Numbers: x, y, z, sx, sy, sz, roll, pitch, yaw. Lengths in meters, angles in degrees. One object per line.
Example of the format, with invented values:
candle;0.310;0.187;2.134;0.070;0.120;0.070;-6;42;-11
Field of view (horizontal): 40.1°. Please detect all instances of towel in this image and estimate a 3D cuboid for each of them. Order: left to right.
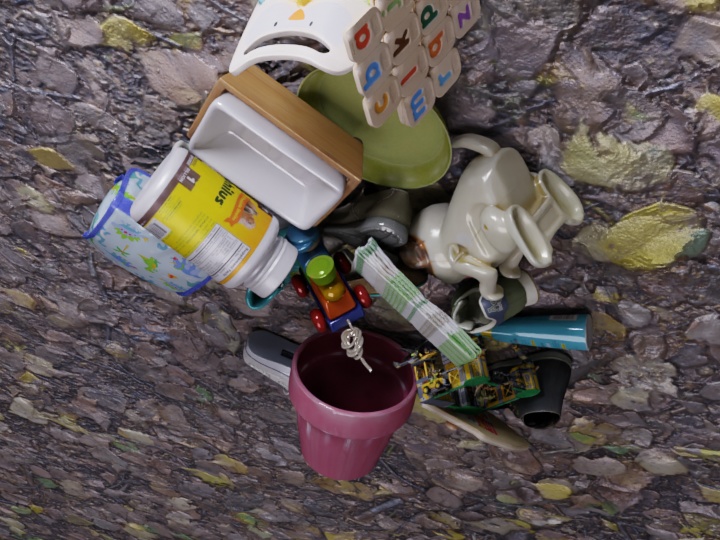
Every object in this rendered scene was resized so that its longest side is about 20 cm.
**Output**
towel;0.071;0.044;1.271;0.200;0.031;0.149;43;173;4

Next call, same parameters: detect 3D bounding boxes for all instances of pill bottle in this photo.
pill bottle;-0.178;-0.054;1.232;0.200;0.110;0.109;37;140;-17

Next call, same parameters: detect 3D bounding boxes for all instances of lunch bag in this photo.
lunch bag;-0.277;-0.051;1.356;0.169;0.128;0.200;31;172;-18

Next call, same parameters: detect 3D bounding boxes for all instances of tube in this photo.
tube;0.231;0.086;1.424;0.199;0.051;0.077;0;164;26

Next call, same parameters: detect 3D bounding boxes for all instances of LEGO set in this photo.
LEGO set;0.160;0.130;1.434;0.199;0.117;0.153;12;148;-40

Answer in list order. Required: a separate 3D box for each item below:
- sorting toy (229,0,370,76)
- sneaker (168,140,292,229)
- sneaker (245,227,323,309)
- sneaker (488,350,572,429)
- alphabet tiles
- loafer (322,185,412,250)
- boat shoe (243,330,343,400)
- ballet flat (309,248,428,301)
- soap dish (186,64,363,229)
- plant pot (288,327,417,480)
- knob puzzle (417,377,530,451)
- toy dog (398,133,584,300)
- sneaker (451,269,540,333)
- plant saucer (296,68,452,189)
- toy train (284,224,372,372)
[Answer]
sorting toy;-0.046;-0.248;0.982;0.199;0.181;0.107;4;137;21
sneaker;-0.165;-0.113;1.307;0.199;0.075;0.100;17;145;1
sneaker;-0.113;-0.006;1.421;0.077;0.080;0.200;26;143;-11
sneaker;0.235;0.199;1.519;0.075;0.107;0.200;33;142;-20
alphabet tiles;0.053;-0.241;0.959;0.015;0.196;0.201;24;151;32
loafer;0.016;-0.067;1.279;0.075;0.070;0.200;28;168;-24
boat shoe;-0.109;0.177;1.665;0.201;0.075;0.086;24;143;-5
ballet flat;0.000;0.000;1.408;0.199;0.068;0.073;-8;117;36
soap dish;-0.101;-0.149;1.193;0.199;0.082;0.157;35;152;-9
plant pot;-0.020;0.218;1.537;0.199;0.200;0.180;15;126;4
knob puzzle;0.170;0.235;1.528;0.219;0.031;0.220;29;-174;-3
toy dog;0.136;-0.052;1.212;0.194;0.140;0.200;44;138;-12
sneaker;0.153;0.048;1.331;0.067;0.089;0.200;65;156;1
plant saucer;0.020;-0.175;1.163;0.199;0.031;0.201;21;149;13
toy train;-0.036;0.028;1.291;0.084;0.200;0.116;-28;139;-4
